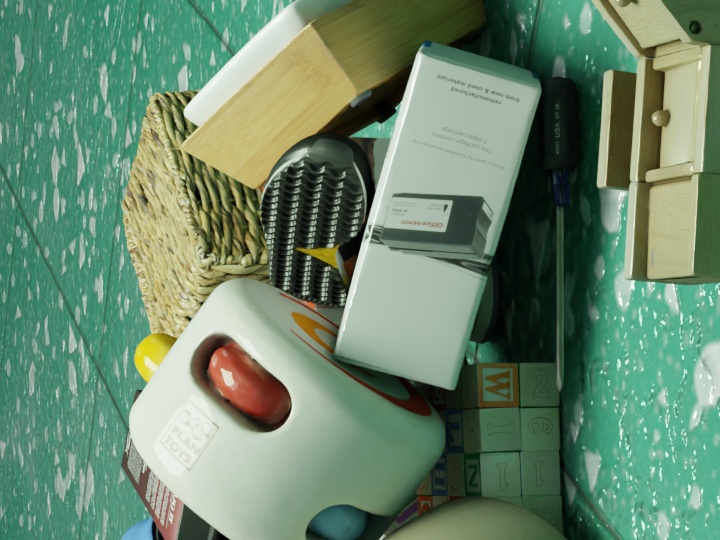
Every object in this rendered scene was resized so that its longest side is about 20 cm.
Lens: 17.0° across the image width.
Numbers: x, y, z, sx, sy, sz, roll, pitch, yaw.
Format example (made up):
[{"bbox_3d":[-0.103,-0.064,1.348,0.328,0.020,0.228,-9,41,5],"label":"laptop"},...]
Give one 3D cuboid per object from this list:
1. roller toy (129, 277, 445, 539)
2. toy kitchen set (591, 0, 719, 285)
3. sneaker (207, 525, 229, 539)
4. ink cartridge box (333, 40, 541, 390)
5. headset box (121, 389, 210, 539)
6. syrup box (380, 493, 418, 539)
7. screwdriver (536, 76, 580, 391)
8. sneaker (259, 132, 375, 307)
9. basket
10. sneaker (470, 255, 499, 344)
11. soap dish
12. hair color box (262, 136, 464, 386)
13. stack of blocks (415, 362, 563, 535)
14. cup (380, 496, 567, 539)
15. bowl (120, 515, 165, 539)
[{"bbox_3d":[-0.053,0.106,1.565,0.140,0.200,0.182,-54,13,7],"label":"roller toy"},{"bbox_3d":[0.115,-0.098,1.345,0.163,0.180,0.201,173,102,-71],"label":"toy kitchen set"},{"bbox_3d":[-0.033,0.153,1.748,0.073,0.112,0.200,40,96,28],"label":"sneaker"},{"bbox_3d":[0.050,-0.038,1.552,0.145,0.084,0.201,-70,-4,-81],"label":"ink cartridge box"},{"bbox_3d":[-0.098,0.171,1.972,0.200,0.148,0.075,-134,53,-64],"label":"headset box"},{"bbox_3d":[0.008,0.231,1.742,0.081,0.079,0.200,35,133,21],"label":"syrup box"},{"bbox_3d":[0.130,-0.024,1.537,0.028,0.029,0.201,169,98,-69],"label":"screwdriver"},{"bbox_3d":[-0.023,-0.055,1.624,0.200,0.070,0.090,98,-172,-62],"label":"sneaker"},{"bbox_3d":[-0.105,-0.034,2.008,0.149,0.142,0.200,110,149,-44],"label":"basket"},{"bbox_3d":[0.041,-0.042,1.693,0.070,0.082,0.201,117,148,-52],"label":"sneaker"},{"bbox_3d":[-0.013,-0.142,1.667,0.081,0.200,0.157,53,131,4],"label":"soap dish"},{"bbox_3d":[0.000,0.000,1.765,0.064,0.111,0.201,120,144,-52],"label":"hair color box"},{"bbox_3d":[0.085,0.163,1.601,0.115,0.058,0.201,167,103,-69],"label":"stack of blocks"},{"bbox_3d":[0.040,0.250,1.488,0.200,0.143,0.201,7,101,42],"label":"cup"},{"bbox_3d":[-0.111,0.273,1.968,0.039,0.200,0.201,-47,35,15],"label":"bowl"}]
